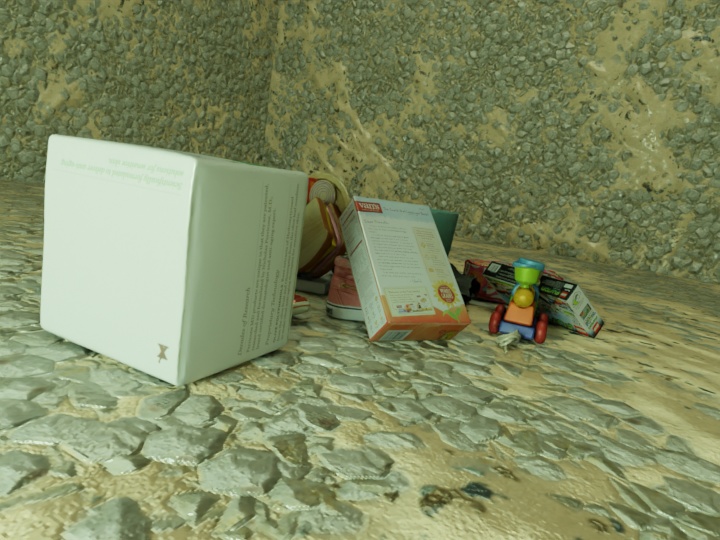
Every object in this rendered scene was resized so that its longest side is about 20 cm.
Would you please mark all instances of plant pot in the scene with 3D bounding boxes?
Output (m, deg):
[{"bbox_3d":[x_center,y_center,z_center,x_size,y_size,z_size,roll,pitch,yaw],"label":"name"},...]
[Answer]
[{"bbox_3d":[0.106,-0.057,1.154,0.199,0.162,0.201,6,9,-1],"label":"plant pot"}]

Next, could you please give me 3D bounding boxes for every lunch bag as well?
[{"bbox_3d":[0.320,0.020,1.139,0.198,0.083,0.176,8,8,4],"label":"lunch bag"}]

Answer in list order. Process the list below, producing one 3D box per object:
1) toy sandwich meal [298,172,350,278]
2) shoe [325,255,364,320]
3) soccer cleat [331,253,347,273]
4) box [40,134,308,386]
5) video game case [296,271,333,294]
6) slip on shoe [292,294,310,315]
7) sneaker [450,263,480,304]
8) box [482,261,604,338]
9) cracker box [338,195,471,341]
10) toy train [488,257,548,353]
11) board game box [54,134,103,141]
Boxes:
[{"bbox_3d":[-0.095,-0.082,0.944,0.204,0.207,0.070,16,4,42],"label":"toy sandwich meal"},{"bbox_3d":[0.048,0.028,0.802,0.199,0.092,0.071,5,10,-22],"label":"shoe"},{"bbox_3d":[0.000,0.000,0.926,0.080,0.068,0.200,-15,23,-10],"label":"soccer cleat"},{"bbox_3d":[-0.188,-0.021,0.540,0.198,0.202,0.171,14,12,26],"label":"box"},{"bbox_3d":[-0.141,0.004,1.002,0.198,0.022,0.182,10,9,9],"label":"video game case"},{"bbox_3d":[-0.158,0.024,0.740,0.199,0.062,0.074,15,9,27],"label":"slip on shoe"},{"bbox_3d":[0.189,0.031,1.039,0.104,0.060,0.200,14,14,23],"label":"sneaker"},{"bbox_3d":[0.318,0.047,0.934,0.110,0.035,0.200,45,-11,-29],"label":"box"},{"bbox_3d":[0.057,-0.003,0.731,0.133,0.201,0.058,4,-34,-29],"label":"cracker box"},{"bbox_3d":[0.242,0.046,0.788,0.084,0.117,0.200,11,9,19],"label":"toy train"},{"bbox_3d":[-0.349,-0.078,0.746,0.147,0.202,0.064,0,12,-44],"label":"board game box"}]
